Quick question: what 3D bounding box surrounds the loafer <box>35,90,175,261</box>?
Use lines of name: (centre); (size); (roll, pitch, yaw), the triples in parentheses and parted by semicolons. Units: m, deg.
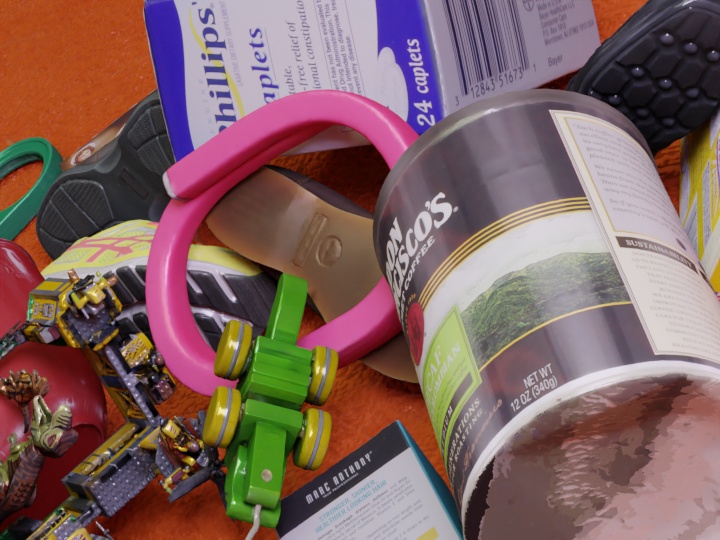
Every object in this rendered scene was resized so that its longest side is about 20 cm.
loafer: (-0.138, -0.061, 1.287); (0.200, 0.072, 0.063); (-37, 4, 46)

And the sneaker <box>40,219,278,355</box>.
sneaker: (-0.124, 0.001, 1.222); (0.199, 0.078, 0.090); (-1, 40, 36)

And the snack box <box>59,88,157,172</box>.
snack box: (-0.114, -0.112, 1.382); (0.200, 0.024, 0.072); (-38, 36, -1)

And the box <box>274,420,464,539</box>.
box: (0.026, 0.162, 0.933); (0.082, 0.049, 0.200); (-35, 35, 4)

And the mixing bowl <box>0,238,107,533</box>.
mixing bowl: (-0.213, 0.093, 1.124); (0.108, 0.200, 0.200); (34, 72, 21)

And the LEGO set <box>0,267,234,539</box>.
LEGO set: (-0.150, 0.096, 1.006); (0.200, 0.155, 0.116); (-34, 20, -31)

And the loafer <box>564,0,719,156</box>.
loafer: (0.138, -0.091, 1.029); (0.201, 0.068, 0.071); (121, 166, -57)

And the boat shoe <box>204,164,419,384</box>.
boat shoe: (0.000, 0.000, 1.114); (0.200, 0.070, 0.071); (39, 100, 34)

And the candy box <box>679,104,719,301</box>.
candy box: (0.186, -0.066, 1.017); (0.026, 0.103, 0.201); (13, 46, -4)

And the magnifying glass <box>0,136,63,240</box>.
magnifying glass: (-0.268, -0.017, 1.413); (0.079, 0.022, 0.201); (-7, 43, 35)

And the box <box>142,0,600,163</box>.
box: (0.008, -0.140, 1.175); (0.199, 0.106, 0.184); (-6, 13, 36)

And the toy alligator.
toy alligator: (-0.050, 0.091, 0.998); (0.054, 0.059, 0.201); (118, 163, -49)

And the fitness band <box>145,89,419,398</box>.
fitness band: (-0.040, -0.013, 1.078); (0.199, 0.037, 0.144); (-30, 69, 30)

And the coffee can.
coffee can: (0.095, 0.033, 0.922); (0.146, 0.147, 0.201); (-29, 40, 11)
